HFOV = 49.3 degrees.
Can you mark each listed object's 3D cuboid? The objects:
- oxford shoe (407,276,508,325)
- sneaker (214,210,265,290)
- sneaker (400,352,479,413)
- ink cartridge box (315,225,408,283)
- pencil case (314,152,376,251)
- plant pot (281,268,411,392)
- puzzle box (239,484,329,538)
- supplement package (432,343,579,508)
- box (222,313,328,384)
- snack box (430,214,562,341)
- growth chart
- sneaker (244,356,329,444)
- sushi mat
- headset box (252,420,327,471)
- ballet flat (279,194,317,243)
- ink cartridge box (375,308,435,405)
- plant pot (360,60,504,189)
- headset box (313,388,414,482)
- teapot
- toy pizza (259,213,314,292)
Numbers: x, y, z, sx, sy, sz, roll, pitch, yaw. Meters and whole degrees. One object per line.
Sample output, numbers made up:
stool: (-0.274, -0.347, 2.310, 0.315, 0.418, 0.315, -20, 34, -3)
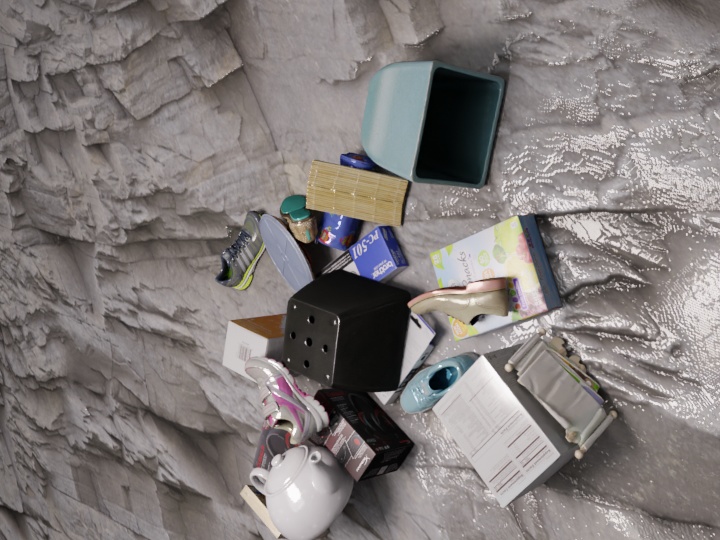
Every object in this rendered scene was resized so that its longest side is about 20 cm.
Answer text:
oxford shoe: (0.167, 0.063, 1.364, 0.198, 0.070, 0.075, -13, 88, 41)
sneaker: (-0.274, -0.043, 1.803, 0.073, 0.080, 0.203, 33, 113, 33)
sneaker: (0.133, 0.213, 1.477, 0.200, 0.081, 0.075, -42, 66, 33)
ink cartridge box: (0.000, 0.000, 1.600, 0.199, 0.044, 0.095, -37, 71, 35)
pencil case: (-0.031, -0.141, 1.597, 0.087, 0.077, 0.203, 38, 116, 45)
plant pot: (-0.042, 0.125, 1.506, 0.197, 0.176, 0.205, 17, 106, 37)
puzzle box: (-0.158, 0.515, 1.667, 0.133, 0.200, 0.026, 40, 93, 31)
supplement package: (0.259, 0.256, 1.329, 0.201, 0.150, 0.151, 53, 122, 24)
box: (-0.173, 0.160, 1.653, 0.123, 0.198, 0.100, 18, 104, 36)
snack box: (0.236, 0.016, 1.390, 0.198, 0.067, 0.172, -25, 77, 40)
growth chart: (0.330, 0.191, 1.281, 0.201, 0.143, 0.018, 50, 142, 20)
sneaker: (-0.154, 0.246, 1.482, 0.199, 0.088, 0.082, 40, 150, 15)
sushi mat: (-0.008, -0.151, 1.539, 0.196, 0.012, 0.098, 12, 106, 0)
headset box: (-0.146, 0.398, 1.715, 0.198, 0.074, 0.151, 29, 111, 35)
ballet flat: (-0.130, -0.104, 1.649, 0.200, 0.069, 0.066, -115, 9, -68)
ink cartridge box: (0.077, 0.160, 1.550, 0.100, 0.039, 0.201, 49, 122, 27)
plant pot: (0.109, -0.268, 1.410, 0.198, 0.194, 0.200, 22, 107, 46)
headset box: (-0.011, 0.311, 1.557, 0.200, 0.147, 0.076, 43, 110, 30)
teapot: (-0.120, 0.415, 1.526, 0.200, 0.198, 0.146, -44, 104, 5)
toy pizza: (-0.151, -0.035, 1.682, 0.200, 0.031, 0.202, 47, 157, 27)
